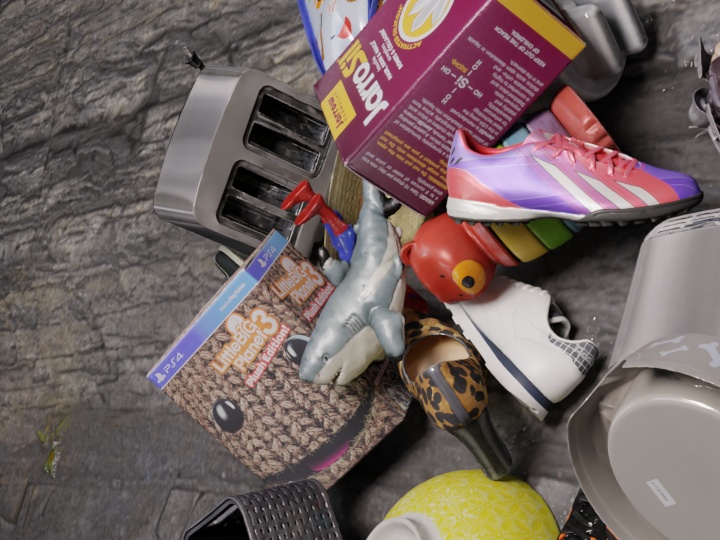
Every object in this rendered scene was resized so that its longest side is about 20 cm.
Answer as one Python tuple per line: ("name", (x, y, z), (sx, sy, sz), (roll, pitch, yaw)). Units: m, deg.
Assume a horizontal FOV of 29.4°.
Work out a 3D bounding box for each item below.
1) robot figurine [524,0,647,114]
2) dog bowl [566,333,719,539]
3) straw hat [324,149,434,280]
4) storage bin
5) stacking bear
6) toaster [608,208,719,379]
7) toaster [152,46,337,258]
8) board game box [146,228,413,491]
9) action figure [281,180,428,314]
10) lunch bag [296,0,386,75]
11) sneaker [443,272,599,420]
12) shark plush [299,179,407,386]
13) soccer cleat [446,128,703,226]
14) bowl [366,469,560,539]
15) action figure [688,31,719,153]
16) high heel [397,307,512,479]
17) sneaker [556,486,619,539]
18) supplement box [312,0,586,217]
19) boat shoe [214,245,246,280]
("robot figurine", (0.160, -0.201, 1.236), (0.169, 0.114, 0.199), (-39, 21, -35))
("dog bowl", (0.236, 0.130, 0.916), (0.199, 0.202, 0.059), (-8, 26, 50))
("straw hat", (0.030, -0.066, 1.347), (0.084, 0.201, 0.204), (8, 75, 11))
("storage bin", (-0.071, 0.303, 1.221), (0.135, 0.093, 0.202), (-42, 63, 48))
("stacking bear", (0.127, -0.051, 1.153), (0.199, 0.121, 0.114), (-39, 36, 10))
("toaster", (0.273, 0.031, 0.970), (0.199, 0.113, 0.131), (-11, 61, 51))
("toaster", (-0.117, -0.116, 1.478), (0.118, 0.198, 0.183), (12, 80, 58))
("board game box", (-0.068, 0.096, 1.288), (0.160, 0.200, 0.097), (-46, 5, 27))
("action figure", (0.005, 0.002, 1.262), (0.052, 0.200, 0.065), (-49, 30, -3))
("lunch bag", (0.041, -0.226, 1.357), (0.124, 0.168, 0.202), (-45, 40, 34))
("sneaker", (0.132, 0.042, 1.192), (0.081, 0.076, 0.200), (-45, 44, 8))
("shark plush", (0.000, 0.000, 1.179), (0.091, 0.082, 0.203), (-144, 62, -79))
("soccer cleat", (0.160, -0.073, 1.047), (0.197, 0.068, 0.074), (1, 99, 20))
("bowl", (0.061, 0.254, 1.130), (0.199, 0.107, 0.203), (-28, 51, 42))
("action figure", (0.326, -0.160, 1.044), (0.200, 0.069, 0.132), (-38, 52, 40))
("high heel", (0.059, 0.067, 1.146), (0.071, 0.143, 0.201), (-33, 46, 1))
("sneaker", (0.171, 0.215, 1.022), (0.070, 0.089, 0.203), (-2, 70, 51))
("supplement box", (0.069, -0.170, 1.138), (0.200, 0.103, 0.132), (-47, 36, 19))
("boat shoe", (-0.116, 0.037, 1.501), (0.066, 0.074, 0.199), (-53, 46, -1))
